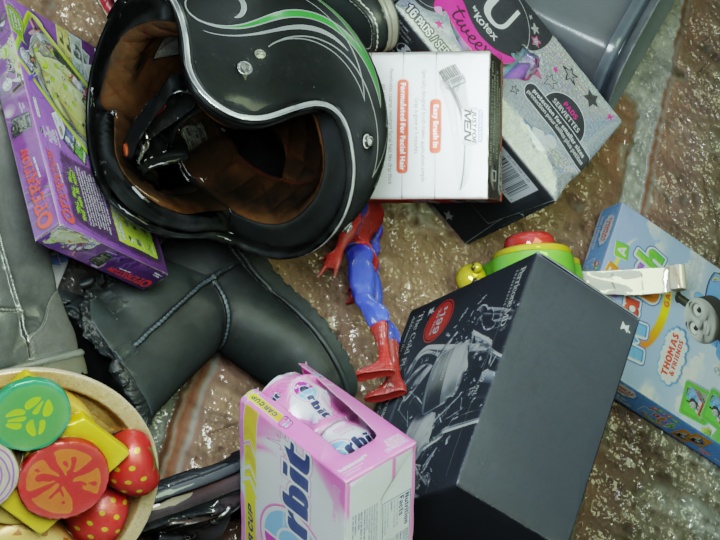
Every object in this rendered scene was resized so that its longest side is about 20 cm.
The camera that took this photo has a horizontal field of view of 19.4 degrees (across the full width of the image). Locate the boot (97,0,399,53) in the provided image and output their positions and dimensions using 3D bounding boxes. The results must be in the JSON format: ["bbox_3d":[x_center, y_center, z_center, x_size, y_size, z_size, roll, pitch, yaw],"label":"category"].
[{"bbox_3d":[-0.086,-0.197,1.584,0.154,0.074,0.203,-31,52,-31],"label":"boot"}]

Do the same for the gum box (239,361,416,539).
[{"bbox_3d":[-0.025,0.172,1.462,0.066,0.113,0.200,-27,134,-34],"label":"gum box"}]

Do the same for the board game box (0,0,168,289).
[{"bbox_3d":[-0.202,-0.090,1.481,0.120,0.032,0.200,34,32,-54],"label":"board game box"}]

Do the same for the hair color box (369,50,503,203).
[{"bbox_3d":[0.005,-0.106,1.578,0.064,0.199,0.111,5,86,-76],"label":"hair color box"}]

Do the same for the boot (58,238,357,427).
[{"bbox_3d":[-0.115,0.058,1.530,0.198,0.073,0.162,51,53,0],"label":"boot"}]

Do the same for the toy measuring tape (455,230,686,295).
[{"bbox_3d":[0.176,0.003,1.702,0.199,0.074,0.074,-1,75,-11],"label":"toy measuring tape"}]

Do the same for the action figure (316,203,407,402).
[{"bbox_3d":[0.000,0.000,1.624,0.065,0.052,0.201,53,28,-57],"label":"action figure"}]

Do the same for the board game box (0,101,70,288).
[{"bbox_3d":[-0.256,-0.015,1.494,0.095,0.030,0.200,29,64,-21],"label":"board game box"}]

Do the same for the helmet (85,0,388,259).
[{"bbox_3d":[-0.077,-0.110,1.469,0.190,0.200,0.201,9,71,-33],"label":"helmet"}]

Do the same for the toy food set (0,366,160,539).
[{"bbox_3d":[-0.229,0.151,1.381,0.200,0.049,0.198,-43,125,8],"label":"toy food set"}]

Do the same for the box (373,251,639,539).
[{"bbox_3d":[0.093,0.113,1.578,0.104,0.182,0.200,32,61,-20],"label":"box"}]

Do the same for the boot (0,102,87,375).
[{"bbox_3d":[-0.276,-0.011,1.422,0.182,0.072,0.201,-10,86,-46],"label":"boot"}]

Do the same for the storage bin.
[{"bbox_3d":[0.188,-0.231,1.784,0.134,0.146,0.200,28,59,9],"label":"storage bin"}]

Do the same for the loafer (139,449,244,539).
[{"bbox_3d":[-0.098,0.168,1.512,0.200,0.072,0.063,-19,90,-38],"label":"loafer"}]

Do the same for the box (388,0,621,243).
[{"bbox_3d":[0.088,-0.145,1.683,0.200,0.132,0.115,49,55,-11],"label":"box"}]

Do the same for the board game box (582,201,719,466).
[{"bbox_3d":[0.268,0.057,1.794,0.200,0.037,0.152,32,62,-20],"label":"board game box"}]
